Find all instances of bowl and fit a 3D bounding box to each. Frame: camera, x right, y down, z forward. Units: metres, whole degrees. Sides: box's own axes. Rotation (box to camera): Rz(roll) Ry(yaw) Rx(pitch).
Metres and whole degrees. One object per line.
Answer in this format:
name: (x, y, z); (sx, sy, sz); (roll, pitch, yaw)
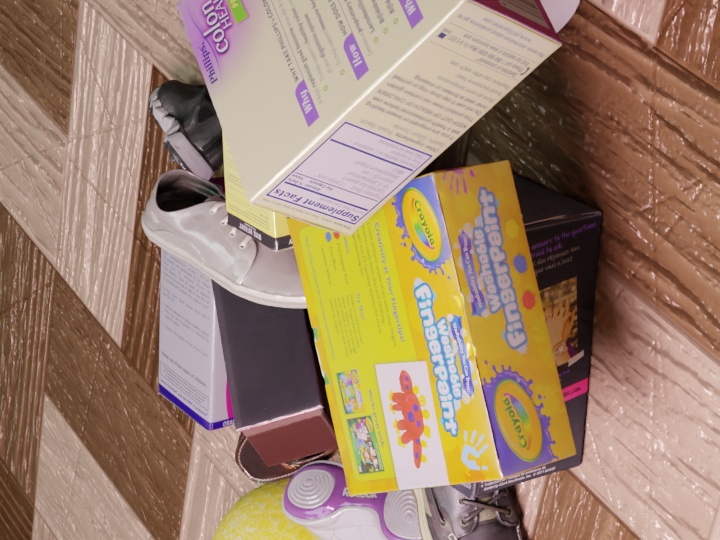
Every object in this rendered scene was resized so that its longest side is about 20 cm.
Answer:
bowl: (-0.091, 0.287, 1.783); (0.200, 0.107, 0.201); (16, 108, 63)

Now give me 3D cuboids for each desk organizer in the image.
desk organizer: (-0.070, 0.049, 1.604); (0.077, 0.071, 0.201); (62, -166, -57)

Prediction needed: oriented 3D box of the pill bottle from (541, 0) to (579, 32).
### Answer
pill bottle: (0.067, -0.248, 1.374); (0.200, 0.119, 0.120); (63, 145, 25)

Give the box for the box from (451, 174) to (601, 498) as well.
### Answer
box: (0.090, 0.042, 1.436); (0.122, 0.106, 0.201); (27, 121, 50)

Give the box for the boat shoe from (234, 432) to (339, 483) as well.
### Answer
boat shoe: (-0.049, 0.131, 1.679); (0.070, 0.070, 0.200); (41, 133, -7)

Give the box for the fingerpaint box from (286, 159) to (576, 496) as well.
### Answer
fingerpaint box: (0.046, 0.042, 1.340); (0.167, 0.073, 0.201); (-16, 87, 52)

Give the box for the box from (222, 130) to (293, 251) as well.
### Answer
box: (-0.064, -0.121, 1.449); (0.075, 0.050, 0.201); (27, 126, 52)

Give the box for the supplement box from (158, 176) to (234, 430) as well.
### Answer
supplement box: (-0.112, 0.025, 1.766); (0.103, 0.101, 0.201); (29, 124, 51)

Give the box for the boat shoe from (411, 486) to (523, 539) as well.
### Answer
boat shoe: (0.081, 0.174, 1.526); (0.201, 0.071, 0.066); (66, 152, 29)

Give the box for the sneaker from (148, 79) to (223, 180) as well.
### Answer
sneaker: (-0.136, -0.141, 1.794); (0.067, 0.090, 0.200); (50, -176, -23)

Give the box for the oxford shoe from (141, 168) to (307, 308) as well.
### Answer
oxford shoe: (-0.093, -0.026, 1.563); (0.200, 0.075, 0.058); (26, 130, 29)

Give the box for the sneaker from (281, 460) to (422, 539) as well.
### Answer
sneaker: (0.033, 0.206, 1.629); (0.199, 0.100, 0.075); (11, 65, 40)

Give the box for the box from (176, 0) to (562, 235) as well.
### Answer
box: (0.000, -0.157, 1.265); (0.200, 0.097, 0.176); (-41, 53, 27)

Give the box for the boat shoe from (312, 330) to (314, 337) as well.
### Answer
boat shoe: (-0.049, 0.037, 1.704); (0.073, 0.062, 0.201); (20, 116, 53)
